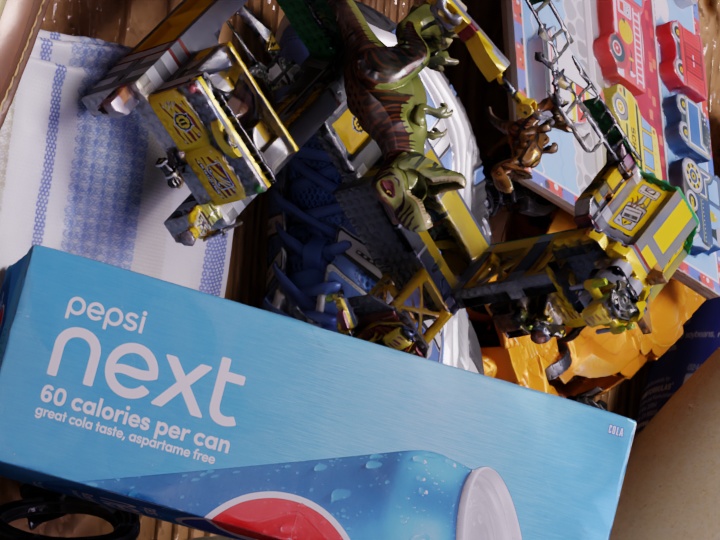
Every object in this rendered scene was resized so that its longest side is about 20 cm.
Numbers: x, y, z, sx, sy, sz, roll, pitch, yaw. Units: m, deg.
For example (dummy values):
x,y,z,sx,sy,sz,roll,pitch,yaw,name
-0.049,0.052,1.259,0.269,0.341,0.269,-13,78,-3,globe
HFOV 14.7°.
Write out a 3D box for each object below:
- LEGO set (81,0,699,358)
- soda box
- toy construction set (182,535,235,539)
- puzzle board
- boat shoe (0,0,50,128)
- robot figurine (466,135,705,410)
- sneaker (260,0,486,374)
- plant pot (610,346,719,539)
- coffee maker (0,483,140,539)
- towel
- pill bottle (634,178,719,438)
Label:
x,y,z,sx,sy,sz,roll,pitch,yaw,name
0.005,-0.030,0.911,0.116,0.153,0.201,-49,123,-38,LEGO set
-0.020,0.054,0.875,0.199,0.064,0.068,17,81,-12,soda box
-0.027,0.165,0.945,0.092,0.130,0.202,19,65,-50,toy construction set
0.104,-0.103,1.149,0.150,0.017,0.201,28,51,-48,puzzle board
-0.106,-0.107,0.835,0.068,0.072,0.201,40,49,-45,boat shoe
0.080,0.006,1.149,0.200,0.058,0.146,-38,116,-48,robot figurine
0.000,0.000,1.023,0.077,0.075,0.201,-30,115,-50,sneaker
0.153,0.135,1.131,0.187,0.187,0.201,34,78,-52,plant pot
-0.101,0.194,0.847,0.192,0.134,0.201,-27,116,-52,coffee maker
-0.110,-0.007,0.909,0.199,0.024,0.148,7,90,-54,towel
0.198,0.023,1.280,0.116,0.115,0.201,41,61,-50,pill bottle
